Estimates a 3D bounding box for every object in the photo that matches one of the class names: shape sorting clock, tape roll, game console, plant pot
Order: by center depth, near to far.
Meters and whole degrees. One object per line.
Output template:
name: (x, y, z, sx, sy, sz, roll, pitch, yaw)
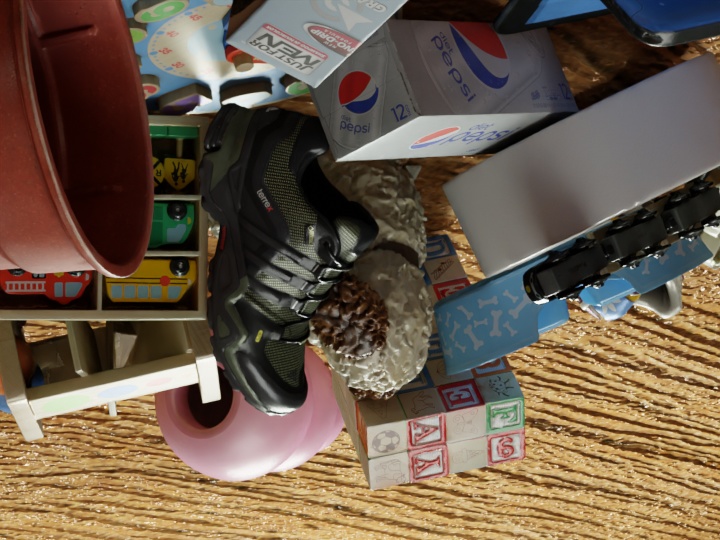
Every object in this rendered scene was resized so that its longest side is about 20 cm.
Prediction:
plant pot: (-0.233, -0.080, 1.301, 0.194, 0.202, 0.201, -9, 159, 11)
game console: (0.204, -0.158, 1.441, 0.199, 0.171, 0.119, -14, 133, -21)
shape sorting clock: (-0.073, -0.136, 1.442, 0.199, 0.039, 0.200, -12, 158, -5)
tape roll: (0.157, -0.068, 1.612, 0.202, 0.071, 0.202, -27, 178, -1)

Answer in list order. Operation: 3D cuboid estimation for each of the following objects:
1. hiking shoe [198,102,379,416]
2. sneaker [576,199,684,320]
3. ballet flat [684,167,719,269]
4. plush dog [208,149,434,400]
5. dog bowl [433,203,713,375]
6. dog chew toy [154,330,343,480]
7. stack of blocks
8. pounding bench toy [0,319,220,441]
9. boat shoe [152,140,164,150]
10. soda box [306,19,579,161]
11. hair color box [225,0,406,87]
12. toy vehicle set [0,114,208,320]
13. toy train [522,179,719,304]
hiking shoe: (-0.039, -0.003, 1.498, 0.100, 0.201, 0.076, 0, -159, 18)
sneaker: (0.169, -0.011, 1.825, 0.199, 0.091, 0.075, 4, 152, -39)
ballet flat: (0.266, -0.048, 1.823, 0.068, 0.069, 0.200, 28, 156, 13)
plush dog: (0.000, 0.000, 1.635, 0.160, 0.173, 0.200, -19, 157, 10)
dog bowl: (0.140, 0.009, 1.673, 0.199, 0.050, 0.111, -24, -179, -1)
dog chew toy: (-0.075, 0.103, 1.923, 0.124, 0.125, 0.200, -24, 164, 22)
stack of blocks: (0.036, 0.062, 1.771, 0.115, 0.200, 0.059, -11, 127, -9)
pounding bench toy: (-0.182, 0.020, 1.609, 0.155, 0.125, 0.200, -12, 165, -5)
boat shoe: (-0.210, -0.054, 1.524, 0.200, 0.072, 0.066, -9, 170, -19)
soda box: (0.052, -0.110, 1.490, 0.068, 0.064, 0.200, -26, 170, 32)
hair color box: (0.010, -0.191, 1.260, 0.060, 0.099, 0.200, 25, 142, -22)
toy vehicle set: (-0.190, -0.033, 1.477, 0.199, 0.125, 0.026, 0, 178, -18)
toy train: (0.168, -0.018, 1.554, 0.046, 0.034, 0.200, -23, -179, 45)
